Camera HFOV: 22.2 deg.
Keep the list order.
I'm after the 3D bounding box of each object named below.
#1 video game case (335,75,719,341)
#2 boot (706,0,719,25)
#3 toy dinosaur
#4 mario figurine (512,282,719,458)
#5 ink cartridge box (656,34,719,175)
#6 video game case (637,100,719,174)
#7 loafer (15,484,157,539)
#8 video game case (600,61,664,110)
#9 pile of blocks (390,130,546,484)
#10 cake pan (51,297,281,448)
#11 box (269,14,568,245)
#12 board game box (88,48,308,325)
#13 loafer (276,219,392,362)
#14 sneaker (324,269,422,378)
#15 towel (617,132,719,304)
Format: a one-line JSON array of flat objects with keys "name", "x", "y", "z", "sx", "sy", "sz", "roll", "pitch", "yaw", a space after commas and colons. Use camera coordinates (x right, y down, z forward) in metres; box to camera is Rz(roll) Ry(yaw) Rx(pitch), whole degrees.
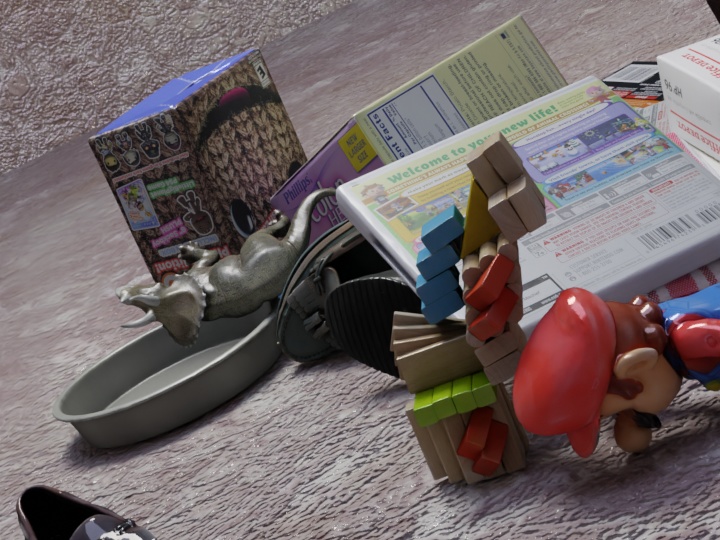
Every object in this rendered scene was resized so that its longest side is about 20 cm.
[{"name": "video game case", "x": 0.112, "y": -0.035, "z": 1.126, "sx": 0.199, "sy": 0.022, "sz": 0.182, "roll": -24, "pitch": 43, "yaw": -17}, {"name": "boot", "x": 0.332, "y": -0.141, "z": 1.153, "sx": 0.198, "sy": 0.168, "sz": 0.072, "roll": -23, "pitch": 14, "yaw": 9}, {"name": "toy dinosaur", "x": -0.089, "y": 0.005, "z": 1.435, "sx": 0.198, "sy": 0.078, "sz": 0.102, "roll": -20, "pitch": 26, "yaw": 0}, {"name": "mario figurine", "x": 0.177, "y": 0.052, "z": 0.966, "sx": 0.198, "sy": 0.107, "sz": 0.124, "roll": -16, "pitch": -23, "yaw": -7}, {"name": "ink cartridge box", "x": 0.290, "y": -0.128, "z": 1.303, "sx": 0.198, "sy": 0.068, "sz": 0.116, "roll": -21, "pitch": 24, "yaw": -10}, {"name": "video game case", "x": 0.199, "y": -0.072, "z": 1.392, "sx": 0.180, "sy": 0.023, "sz": 0.200, "roll": -19, "pitch": 22, "yaw": 22}, {"name": "loafer", "x": -0.163, "y": 0.171, "z": 1.090, "sx": 0.072, "sy": 0.063, "sz": 0.200, "roll": -31, "pitch": 15, "yaw": -23}, {"name": "video game case", "x": 0.221, "y": -0.133, "z": 1.613, "sx": 0.180, "sy": 0.026, "sz": 0.200, "roll": -29, "pitch": 16, "yaw": -15}, {"name": "pile of blocks", "x": 0.056, "y": 0.029, "z": 0.992, "sx": 0.081, "sy": 0.202, "sz": 0.062, "roll": 3, "pitch": 17, "yaw": 3}, {"name": "cake pan", "x": -0.146, "y": 0.080, "z": 1.446, "sx": 0.199, "sy": 0.037, "sz": 0.200, "roll": -24, "pitch": 14, "yaw": 6}, {"name": "box", "x": 0.053, "y": -0.096, "z": 1.521, "sx": 0.199, "sy": 0.097, "sz": 0.176, "roll": -33, "pitch": -3, "yaw": -33}, {"name": "board game box", "x": -0.119, "y": -0.063, "z": 1.580, "sx": 0.096, "sy": 0.201, "sz": 0.159, "roll": -15, "pitch": 17, "yaw": 30}, {"name": "loafer", "x": 0.000, "y": 0.000, "z": 1.321, "sx": 0.200, "sy": 0.072, "sz": 0.063, "roll": -47, "pitch": 10, "yaw": 27}, {"name": "sneaker", "x": 0.074, "y": 0.021, "z": 1.221, "sx": 0.198, "sy": 0.075, "sz": 0.088, "roll": -4, "pitch": 20, "yaw": 27}, {"name": "towel", "x": 0.142, "y": -0.014, "z": 1.135, "sx": 0.198, "sy": 0.030, "sz": 0.147, "roll": -16, "pitch": 40, "yaw": -10}]
